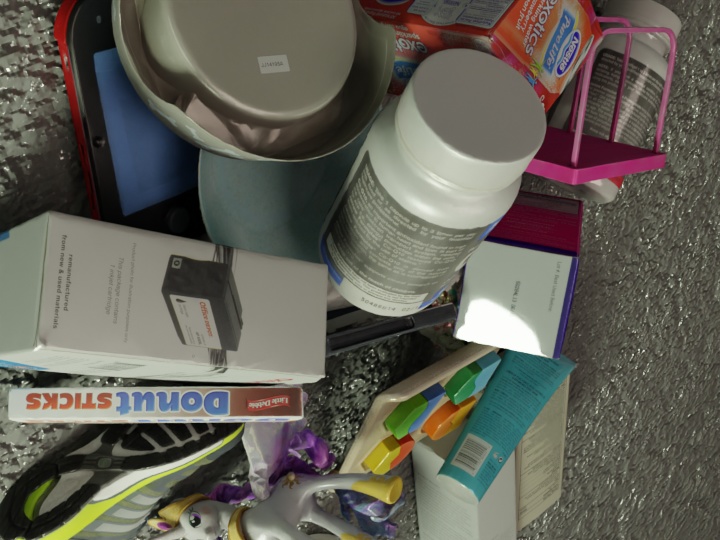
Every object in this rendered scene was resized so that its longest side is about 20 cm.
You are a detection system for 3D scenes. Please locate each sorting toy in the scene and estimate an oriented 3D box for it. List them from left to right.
[{"bbox_3d":[0.066,0.144,0.933,0.185,0.037,0.200,-24,155,-36],"label":"sorting toy"}]

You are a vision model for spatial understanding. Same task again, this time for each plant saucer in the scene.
[{"bbox_3d":[-0.059,-0.090,0.726,0.201,0.039,0.202,-25,124,-43],"label":"plant saucer"}]

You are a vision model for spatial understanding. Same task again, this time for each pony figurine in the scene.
[{"bbox_3d":[-0.064,0.199,0.811,0.193,0.199,0.167,-40,128,-46],"label":"pony figurine"}]

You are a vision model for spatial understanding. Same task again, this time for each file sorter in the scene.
[{"bbox_3d":[0.157,-0.166,0.820,0.139,0.200,0.126,-13,115,-41],"label":"file sorter"}]

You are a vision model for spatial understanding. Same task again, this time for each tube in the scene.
[{"bbox_3d":[0.153,0.152,0.984,0.200,0.077,0.050,-52,-178,-23],"label":"tube"}]

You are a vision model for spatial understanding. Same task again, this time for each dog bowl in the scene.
[{"bbox_3d":[-0.073,-0.165,0.618,0.199,0.059,0.201,5,80,-32],"label":"dog bowl"}]

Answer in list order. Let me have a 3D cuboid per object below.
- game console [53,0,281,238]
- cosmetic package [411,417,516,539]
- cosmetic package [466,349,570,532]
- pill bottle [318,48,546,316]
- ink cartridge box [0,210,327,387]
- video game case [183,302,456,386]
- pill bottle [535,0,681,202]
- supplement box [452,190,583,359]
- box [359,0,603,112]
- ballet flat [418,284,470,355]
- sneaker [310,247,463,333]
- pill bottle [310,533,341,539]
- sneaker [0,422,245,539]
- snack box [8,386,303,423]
[{"bbox_3d":[-0.128,-0.119,0.680,0.176,0.031,0.201,-25,126,-35],"label":"game console"},{"bbox_3d":[0.122,0.274,1.076,0.071,0.101,0.201,-30,129,-32],"label":"cosmetic package"},{"bbox_3d":[0.184,0.199,1.111,0.103,0.087,0.201,-25,125,-37],"label":"cosmetic package"},{"bbox_3d":[0.047,-0.058,0.671,0.114,0.114,0.200,-31,165,-31],"label":"pill bottle"},{"bbox_3d":[-0.142,0.028,0.620,0.199,0.145,0.084,11,75,-38],"label":"ink cartridge box"},{"bbox_3d":[-0.034,0.067,0.795,0.199,0.143,0.019,-13,85,-42],"label":"video game case"},{"bbox_3d":[0.258,-0.182,0.978,0.111,0.111,0.201,23,93,-48],"label":"pill bottle"},{"bbox_3d":[0.160,-0.006,0.908,0.200,0.103,0.102,-49,148,-67],"label":"supplement box"},{"bbox_3d":[0.070,-0.192,0.716,0.100,0.200,0.096,-51,134,-14],"label":"box"},{"bbox_3d":[0.066,0.013,0.927,0.064,0.076,0.201,-16,121,-3],"label":"ballet flat"},{"bbox_3d":[0.000,0.000,0.813,0.199,0.076,0.081,-17,98,-22],"label":"sneaker"},{"bbox_3d":[-0.047,0.387,0.953,0.111,0.111,0.201,18,96,-48],"label":"pill bottle"},{"bbox_3d":[-0.182,0.165,0.737,0.199,0.074,0.081,-27,140,-14],"label":"sneaker"},{"bbox_3d":[-0.144,0.098,0.669,0.199,0.072,0.024,1,78,-10],"label":"snack box"}]
